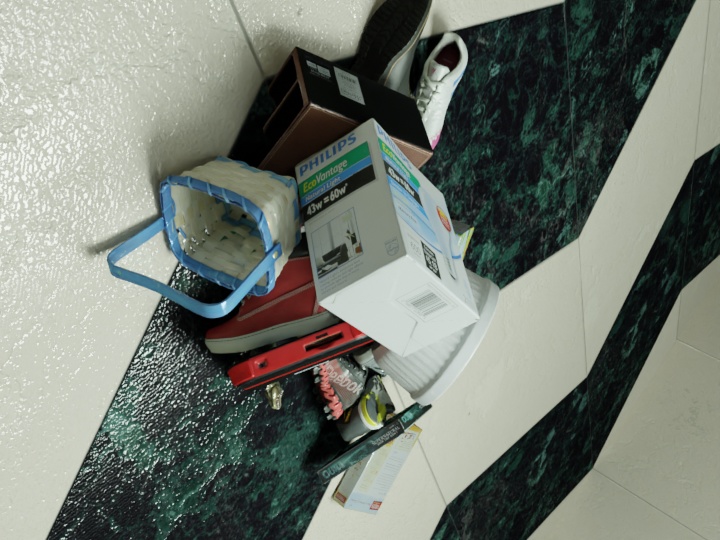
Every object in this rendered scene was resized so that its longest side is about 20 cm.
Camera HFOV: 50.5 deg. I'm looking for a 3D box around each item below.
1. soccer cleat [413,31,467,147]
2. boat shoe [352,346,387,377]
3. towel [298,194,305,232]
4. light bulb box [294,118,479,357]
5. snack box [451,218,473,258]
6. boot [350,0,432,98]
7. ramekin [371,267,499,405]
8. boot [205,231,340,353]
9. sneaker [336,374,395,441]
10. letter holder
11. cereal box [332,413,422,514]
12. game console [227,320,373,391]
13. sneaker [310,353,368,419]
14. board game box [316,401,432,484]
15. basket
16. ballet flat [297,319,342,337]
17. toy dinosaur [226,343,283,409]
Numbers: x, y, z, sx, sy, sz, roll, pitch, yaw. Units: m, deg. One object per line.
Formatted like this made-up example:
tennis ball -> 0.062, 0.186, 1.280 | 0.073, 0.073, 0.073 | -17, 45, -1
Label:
soccer cleat -> 0.103, -0.264, 1.152 | 0.086, 0.068, 0.204 | 43, 68, -77
boat shoe -> 0.041, 0.136, 1.273 | 0.069, 0.072, 0.201 | -33, 179, 12
towel -> -0.074, -0.027, 1.074 | 0.147, 0.030, 0.199 | -52, 135, 1
light bulb box -> 0.032, -0.034, 0.934 | 0.123, 0.204, 0.198 | -27, 145, 21
snack box -> 0.138, 0.016, 1.366 | 0.142, 0.052, 0.205 | -26, 135, -70
boot -> 0.056, -0.289, 1.090 | 0.202, 0.077, 0.137 | -55, 151, 13
ramekin -> 0.098, 0.077, 1.083 | 0.202, 0.104, 0.200 | -57, -176, 5
boot -> -0.134, 0.022, 1.000 | 0.148, 0.196, 0.072 | 70, 21, -6
sneaker -> 0.005, 0.243, 1.352 | 0.083, 0.076, 0.200 | -30, 176, 11
letter holder -> -0.030, -0.170, 0.988 | 0.197, 0.102, 0.142 | 14, 137, -36
cereal box -> 0.036, 0.386, 1.530 | 0.203, 0.039, 0.144 | -59, 145, -4
game console -> -0.073, 0.112, 1.017 | 0.196, 0.032, 0.177 | -20, 171, -4
sneaker -> -0.039, 0.157, 1.239 | 0.096, 0.071, 0.203 | -28, 138, -12
board game box -> 0.026, 0.297, 1.349 | 0.199, 0.028, 0.135 | -38, 171, 25
basket -> -0.165, -0.034, 0.873 | 0.200, 0.173, 0.142 | -42, 143, -42
ballet flat -> -0.012, 0.055, 1.078 | 0.198, 0.072, 0.071 | -33, 147, 13
toy dinosaur -> -0.149, 0.119, 1.113 | 0.087, 0.047, 0.205 | -25, 126, -46
